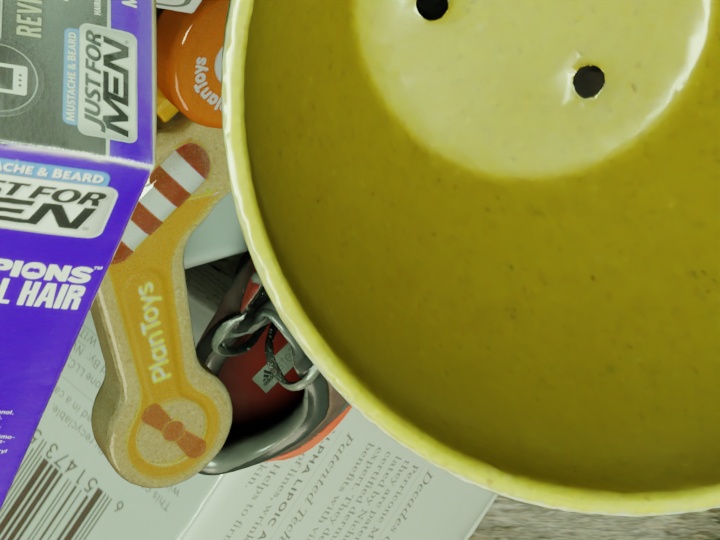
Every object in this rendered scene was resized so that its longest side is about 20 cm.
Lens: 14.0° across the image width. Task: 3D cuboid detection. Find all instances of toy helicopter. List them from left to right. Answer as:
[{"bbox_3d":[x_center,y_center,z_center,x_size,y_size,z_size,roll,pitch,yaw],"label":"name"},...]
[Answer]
[{"bbox_3d":[-0.083,-0.009,0.928,0.132,0.201,0.079,-24,-142,-21],"label":"toy helicopter"}]

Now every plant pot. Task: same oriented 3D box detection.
[{"bbox_3d":[0.057,-0.058,0.717,0.199,0.201,0.142,7,-167,-11],"label":"plant pot"}]

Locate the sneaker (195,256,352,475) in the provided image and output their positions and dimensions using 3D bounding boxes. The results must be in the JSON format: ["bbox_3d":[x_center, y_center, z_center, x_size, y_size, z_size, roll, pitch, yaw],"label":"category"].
[{"bbox_3d":[0.000,0.000,1.005,0.077,0.200,0.082,36,-156,6],"label":"sneaker"}]

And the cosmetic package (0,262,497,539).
[{"bbox_3d":[-0.077,0.091,1.256,0.165,0.165,0.200,36,-176,32],"label":"cosmetic package"}]

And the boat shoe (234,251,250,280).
[{"bbox_3d":[0.049,-0.016,1.062,0.199,0.076,0.060,-18,-162,22],"label":"boat shoe"}]

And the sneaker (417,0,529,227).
[{"bbox_3d":[0.025,-0.026,0.886,0.082,0.200,0.073,-31,111,9],"label":"sneaker"}]

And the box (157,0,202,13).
[{"bbox_3d":[-0.071,-0.134,0.756,0.116,0.060,0.200,9,164,-16],"label":"box"}]

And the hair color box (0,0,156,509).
[{"bbox_3d":[-0.106,-0.018,0.760,0.064,0.110,0.200,7,145,-15],"label":"hair color box"}]

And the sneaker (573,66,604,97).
[{"bbox_3d":[0.135,-0.022,0.833,0.074,0.082,0.200,-21,-163,-19],"label":"sneaker"}]

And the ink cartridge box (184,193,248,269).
[{"bbox_3d":[-0.158,-0.018,1.064,0.146,0.084,0.200,-14,179,-41],"label":"ink cartridge box"}]
